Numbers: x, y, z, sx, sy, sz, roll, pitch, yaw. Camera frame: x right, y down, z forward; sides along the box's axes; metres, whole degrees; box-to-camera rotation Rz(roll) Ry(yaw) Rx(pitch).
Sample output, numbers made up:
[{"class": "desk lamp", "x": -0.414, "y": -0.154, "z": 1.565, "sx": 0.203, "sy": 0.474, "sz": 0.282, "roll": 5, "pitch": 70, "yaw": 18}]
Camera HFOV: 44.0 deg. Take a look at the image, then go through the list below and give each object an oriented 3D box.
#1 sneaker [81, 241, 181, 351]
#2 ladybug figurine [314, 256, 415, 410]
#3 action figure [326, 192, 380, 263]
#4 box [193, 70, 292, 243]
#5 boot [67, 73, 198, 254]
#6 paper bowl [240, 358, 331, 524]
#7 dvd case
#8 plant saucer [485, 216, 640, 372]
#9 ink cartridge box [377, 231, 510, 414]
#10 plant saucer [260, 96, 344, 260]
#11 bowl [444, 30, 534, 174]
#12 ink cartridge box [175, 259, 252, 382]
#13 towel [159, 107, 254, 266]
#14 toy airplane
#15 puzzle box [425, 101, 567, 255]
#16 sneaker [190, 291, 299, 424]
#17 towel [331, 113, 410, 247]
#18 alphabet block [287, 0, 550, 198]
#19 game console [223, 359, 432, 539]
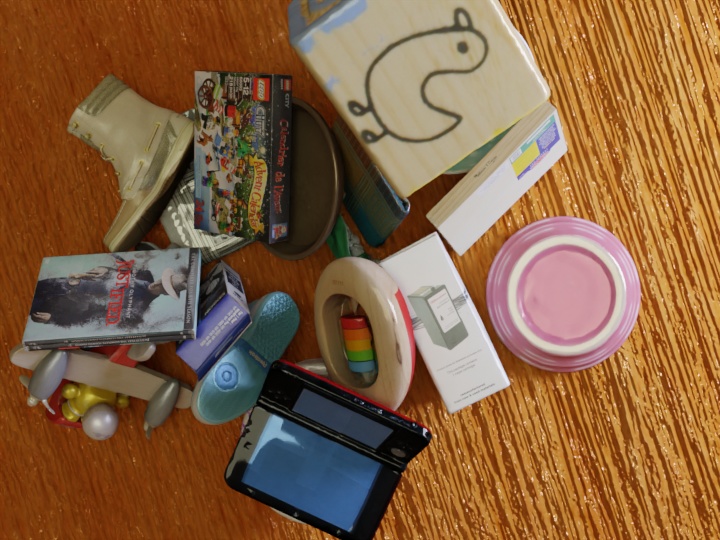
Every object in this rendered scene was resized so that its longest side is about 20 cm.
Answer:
[{"class": "sneaker", "x": -0.302, "y": 0.028, "z": 1.196, "sx": 0.199, "sy": 0.075, "sz": 0.117, "roll": -29, "pitch": 55, "yaw": 23}, {"class": "ladybug figurine", "x": 0.011, "y": 0.077, "z": 1.041, "sx": 0.135, "sy": 0.072, "sz": 0.203, "roll": 7, "pitch": 111, "yaw": 42}, {"class": "action figure", "x": 0.000, "y": 0.000, "z": 1.152, "sx": 0.054, "sy": 0.118, "sz": 0.202, "roll": -24, "pitch": 96, "yaw": -7}, {"class": "box", "x": -0.149, "y": -0.144, "z": 1.109, "sx": 0.135, "sy": 0.038, "sz": 0.203, "roll": 11, "pitch": 104, "yaw": 36}, {"class": "boot", "x": -0.315, "y": -0.137, "z": 1.151, "sx": 0.154, "sy": 0.072, "sz": 0.201, "roll": 30, "pitch": 84, "yaw": 1}, {"class": "paper bowl", "x": -0.049, "y": 0.215, "z": 1.145, "sx": 0.198, "sy": 0.104, "sz": 0.203, "roll": 0, "pitch": 91, "yaw": 5}, {"class": "dvd case", "x": -0.295, "y": 0.032, "z": 1.078, "sx": 0.197, "sy": 0.147, "sz": 0.022, "roll": -2, "pitch": 134, "yaw": -3}, {"class": "plant saucer", "x": 0.261, "y": 0.031, "z": 1.143, "sx": 0.198, "sy": 0.051, "sz": 0.203, "roll": 0, "pitch": 91, "yaw": 5}, {"class": "ink cartridge box", "x": 0.104, "y": 0.061, "z": 1.111, "sx": 0.083, "sy": 0.146, "sz": 0.202, "roll": -26, "pitch": 87, "yaw": 6}, {"class": "plant saucer", "x": -0.084, "y": -0.114, "z": 1.109, "sx": 0.199, "sy": 0.029, "sz": 0.203, "roll": 9, "pitch": 102, "yaw": 47}, {"class": "bowl", "x": 0.112, "y": -0.234, "z": 1.110, "sx": 0.198, "sy": 0.105, "sz": 0.203, "roll": -1, "pitch": 117, "yaw": -3}, {"class": "ink cartridge box", "x": -0.187, "y": 0.057, "z": 1.112, "sx": 0.039, "sy": 0.200, "sz": 0.100, "roll": 41, "pitch": 93, "yaw": -20}, {"class": "towel", "x": -0.192, "y": -0.125, "z": 1.193, "sx": 0.191, "sy": 0.035, "sz": 0.202, "roll": -24, "pitch": 87, "yaw": 5}, {"class": "toy airplane", "x": -0.317, "y": 0.141, "z": 1.122, "sx": 0.197, "sy": 0.200, "sz": 0.142, "roll": -6, "pitch": 56, "yaw": -6}, {"class": "puzzle box", "x": 0.174, "y": -0.112, "z": 1.111, "sx": 0.200, "sy": 0.133, "sz": 0.025, "roll": -45, "pitch": 66, "yaw": 3}, {"class": "sneaker", "x": -0.168, "y": 0.117, "z": 1.132, "sx": 0.080, "sy": 0.130, "sz": 0.200, "roll": 52, "pitch": 51, "yaw": -20}, {"class": "towel", "x": 0.002, "y": -0.109, "z": 1.098, "sx": 0.022, "sy": 0.200, "sz": 0.148, "roll": -31, "pitch": 86, "yaw": -14}, {"class": "alphabet block", "x": 0.054, "y": -0.234, "z": 0.938, "sx": 0.194, "sy": 0.197, "sz": 0.200, "roll": -33, "pitch": 115, "yaw": 14}, {"class": "game console", "x": -0.042, "y": 0.215, "z": 1.028, "sx": 0.198, "sy": 0.173, "sz": 0.120, "roll": 25, "pitch": 62, "yaw": -2}]
